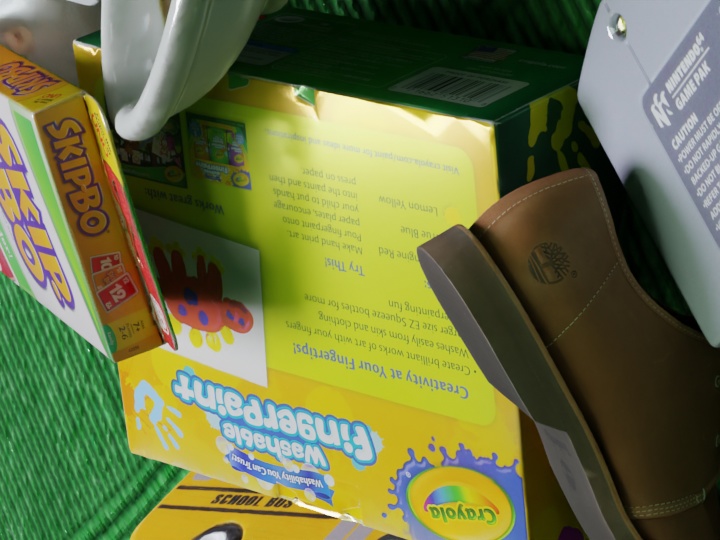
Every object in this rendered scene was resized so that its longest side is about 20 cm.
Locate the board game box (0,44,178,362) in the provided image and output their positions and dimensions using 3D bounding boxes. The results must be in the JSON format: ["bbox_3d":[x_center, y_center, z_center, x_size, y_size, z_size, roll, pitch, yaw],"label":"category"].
[{"bbox_3d":[-0.120,-0.032,1.047,0.200,0.030,0.096,26,136,62],"label":"board game box"}]

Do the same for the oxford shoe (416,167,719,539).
[{"bbox_3d":[0.096,0.056,0.915,0.200,0.071,0.071,60,172,-26],"label":"oxford shoe"}]

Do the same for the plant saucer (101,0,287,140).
[{"bbox_3d":[-0.044,-0.140,0.938,0.200,0.050,0.201,-174,90,-77],"label":"plant saucer"}]

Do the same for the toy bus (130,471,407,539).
[{"bbox_3d":[-0.006,0.117,1.110,0.200,0.078,0.065,-4,123,50],"label":"toy bus"}]

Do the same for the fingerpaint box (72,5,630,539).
[{"bbox_3d":[0.000,0.000,1.015,0.199,0.073,0.168,13,118,41],"label":"fingerpaint box"}]

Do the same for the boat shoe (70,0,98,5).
[{"bbox_3d":[-0.094,-0.181,0.910,0.074,0.068,0.200,-102,22,-54],"label":"boat shoe"}]

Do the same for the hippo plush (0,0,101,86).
[{"bbox_3d":[-0.120,-0.127,1.196,0.160,0.159,0.201,12,75,41],"label":"hippo plush"}]

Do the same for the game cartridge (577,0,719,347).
[{"bbox_3d":[0.129,-0.067,0.821,0.133,0.041,0.200,60,151,17],"label":"game cartridge"}]
